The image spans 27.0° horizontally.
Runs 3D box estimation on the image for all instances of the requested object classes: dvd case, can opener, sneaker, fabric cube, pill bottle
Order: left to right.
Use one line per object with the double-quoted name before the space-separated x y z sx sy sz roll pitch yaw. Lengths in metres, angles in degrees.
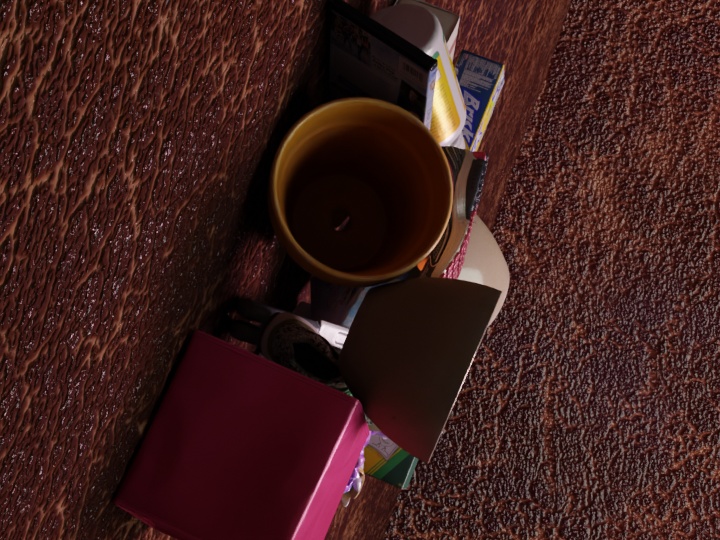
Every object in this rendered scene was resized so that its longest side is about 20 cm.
"fabric cube" -0.119 0.211 1.612 0.200 0.195 0.201 76 37 -73
"can opener" -0.064 0.079 1.749 0.199 0.066 0.053 21 90 -40
"sneaker" -0.027 0.126 1.685 0.077 0.199 0.089 -56 -162 -1
"dvd case" 0.020 -0.200 1.667 0.018 0.142 0.201 -45 159 -25
"pill bottle" 0.064 -0.210 1.799 0.113 0.112 0.201 -62 147 -31
"sneaker" 0.093 -0.053 1.726 0.081 0.074 0.201 95 9 -59

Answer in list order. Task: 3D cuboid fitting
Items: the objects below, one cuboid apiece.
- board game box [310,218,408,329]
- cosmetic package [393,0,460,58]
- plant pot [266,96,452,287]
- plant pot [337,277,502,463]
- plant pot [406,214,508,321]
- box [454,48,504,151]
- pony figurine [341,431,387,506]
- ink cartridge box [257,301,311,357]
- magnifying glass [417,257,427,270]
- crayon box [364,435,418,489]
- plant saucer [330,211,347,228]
"board game box" 0.000 0.000 1.888 0.200 0.043 0.201 -56 -160 27
"cosmetic package" 0.064 -0.243 1.944 0.201 0.087 0.104 95 20 -55
"plant pot" -0.013 -0.071 1.679 0.183 0.199 0.201 134 -19 -75
"plant pot" 0.053 0.089 1.613 0.200 0.134 0.202 23 90 -84
"plant pot" 0.106 0.009 1.874 0.201 0.134 0.201 -52 -156 35
"box" 0.126 -0.180 1.966 0.070 0.064 0.201 69 43 -76
"pony figurine" 0.011 0.182 1.930 0.194 0.165 0.201 116 -14 -50
"ink cartridge box" -0.090 0.154 1.939 0.200 0.083 0.146 -52 161 -57
"magnifying glass" 0.045 -0.086 1.796 0.080 0.022 0.201 58 8 -58
"crayon box" 0.006 0.202 2.196 0.058 0.199 0.174 38 73 -78
"plant saucer" -0.021 -0.132 1.872 0.200 0.037 0.202 21 90 -79
